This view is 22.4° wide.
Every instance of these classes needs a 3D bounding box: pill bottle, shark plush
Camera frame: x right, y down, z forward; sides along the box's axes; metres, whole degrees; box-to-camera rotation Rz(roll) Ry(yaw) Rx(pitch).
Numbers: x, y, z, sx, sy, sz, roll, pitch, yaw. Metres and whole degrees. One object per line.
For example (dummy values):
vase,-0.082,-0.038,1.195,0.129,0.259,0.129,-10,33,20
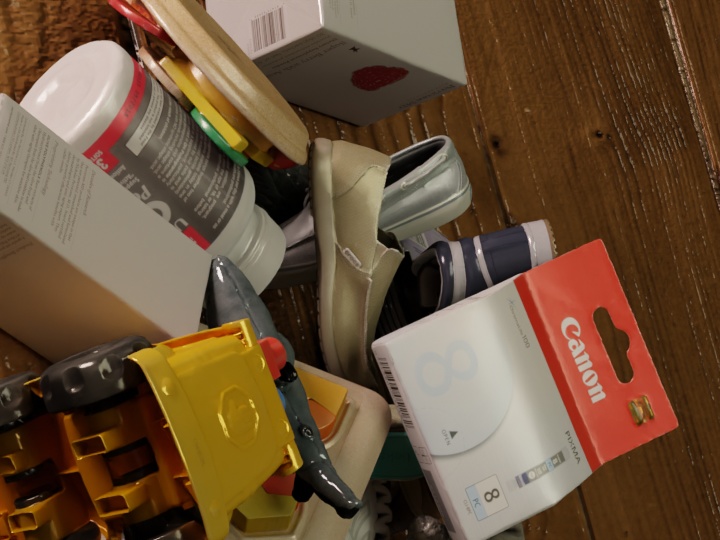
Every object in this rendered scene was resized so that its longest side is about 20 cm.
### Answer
pill bottle,-0.145,-0.059,1.284,0.200,0.110,0.111,44,43,-33
shark plush,-0.065,0.086,1.215,0.090,0.084,0.201,-4,48,-21

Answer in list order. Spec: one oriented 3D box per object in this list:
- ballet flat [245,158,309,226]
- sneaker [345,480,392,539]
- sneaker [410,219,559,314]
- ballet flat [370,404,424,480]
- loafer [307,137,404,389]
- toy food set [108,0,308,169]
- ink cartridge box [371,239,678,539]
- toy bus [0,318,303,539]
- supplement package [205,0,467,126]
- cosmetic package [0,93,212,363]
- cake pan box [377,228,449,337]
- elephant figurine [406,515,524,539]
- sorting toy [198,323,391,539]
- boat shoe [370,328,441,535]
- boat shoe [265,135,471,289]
ballet flat,-0.085,-0.065,1.435,0.200,0.067,0.057,17,21,-51
sneaker,-0.021,0.208,1.372,0.081,0.075,0.201,5,68,-41
sneaker,0.096,0.039,1.445,0.201,0.108,0.070,88,-9,-50
ballet flat,-0.037,0.126,1.352,0.199,0.068,0.062,6,24,-15
loafer,0.000,0.000,1.356,0.076,0.068,0.201,-87,171,-76
toy food set,-0.113,-0.147,1.320,0.200,0.049,0.198,50,6,11
ink cartridge box,0.128,0.087,1.333,0.199,0.047,0.161,-24,94,-13
toy bus,-0.135,0.101,1.138,0.192,0.199,0.136,-31,102,-54
supplement package,-0.020,-0.211,1.520,0.200,0.121,0.120,13,64,-50
cosmetic package,-0.203,-0.013,1.186,0.200,0.107,0.085,40,44,-40
cake pan box,0.071,0.053,1.519,0.200,0.052,0.185,31,35,-60
elephant figurine,0.088,0.252,1.436,0.141,0.155,0.201,-26,103,-29
sorting toy,-0.089,0.115,1.259,0.199,0.037,0.185,24,44,1
boat shoe,0.005,0.116,1.446,0.072,0.072,0.201,31,36,-62
boat shoe,-0.010,-0.051,1.422,0.070,0.200,0.072,45,-25,61
